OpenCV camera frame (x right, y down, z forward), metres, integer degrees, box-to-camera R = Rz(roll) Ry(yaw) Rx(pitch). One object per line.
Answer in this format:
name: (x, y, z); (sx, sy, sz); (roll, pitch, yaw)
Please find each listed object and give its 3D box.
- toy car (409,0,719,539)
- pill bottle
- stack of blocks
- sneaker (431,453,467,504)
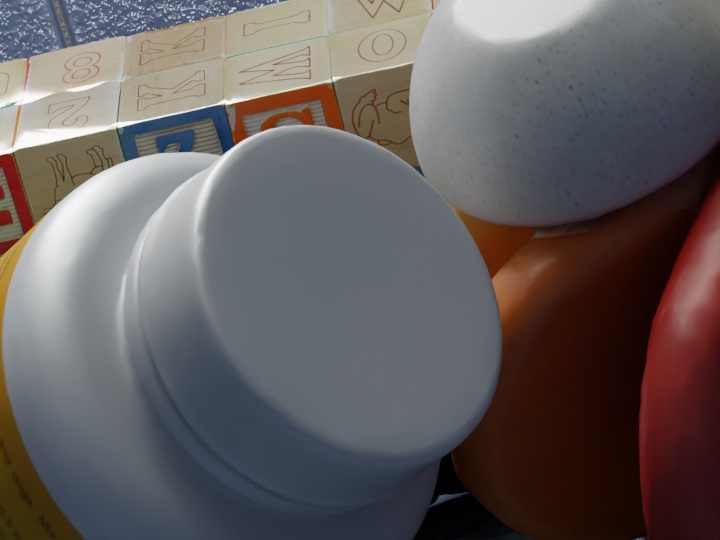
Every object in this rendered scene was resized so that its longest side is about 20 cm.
toy car: (0.110, 0.006, 0.603); (0.199, 0.175, 0.150); (-17, 39, 16)
pill bottle: (-0.055, 0.045, 0.611); (0.109, 0.110, 0.200); (-21, -11, -42)
stack of blocks: (-0.037, -0.005, 0.720); (0.199, 0.116, 0.059); (-13, 29, 5)
sneaker: (0.002, 0.062, 0.836); (0.199, 0.077, 0.084); (-12, 37, -24)
